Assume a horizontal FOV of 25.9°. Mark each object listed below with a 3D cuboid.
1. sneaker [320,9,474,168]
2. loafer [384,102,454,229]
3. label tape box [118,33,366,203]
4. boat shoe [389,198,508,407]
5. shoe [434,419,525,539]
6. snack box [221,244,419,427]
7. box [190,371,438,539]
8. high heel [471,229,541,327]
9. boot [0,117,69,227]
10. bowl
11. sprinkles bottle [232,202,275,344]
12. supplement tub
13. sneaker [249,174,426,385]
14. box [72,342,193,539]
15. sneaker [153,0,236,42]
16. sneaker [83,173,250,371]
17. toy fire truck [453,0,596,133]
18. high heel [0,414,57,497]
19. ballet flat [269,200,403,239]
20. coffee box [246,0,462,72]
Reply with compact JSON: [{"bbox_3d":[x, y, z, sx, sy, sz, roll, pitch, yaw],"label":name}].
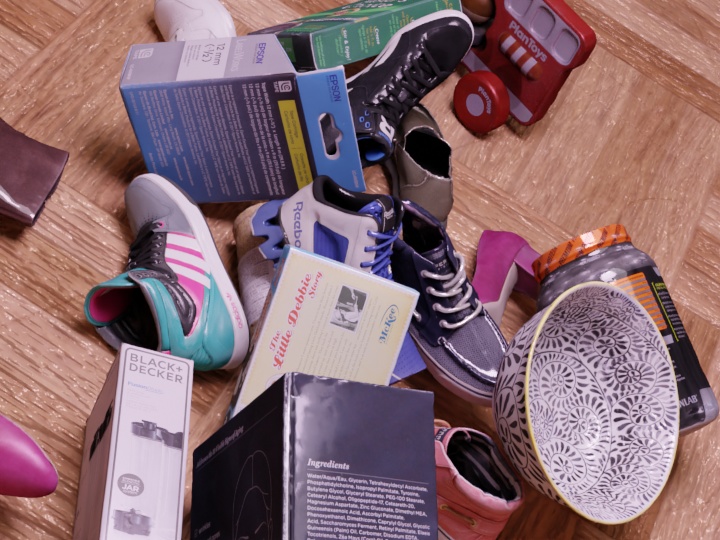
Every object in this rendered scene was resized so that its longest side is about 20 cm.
[{"bbox_3d":[0.036,-0.163,1.529,0.073,0.199,0.112,47,16,-34],"label":"sneaker"},{"bbox_3d":[0.066,-0.118,1.575,0.075,0.070,0.201,12,36,-19],"label":"loafer"},{"bbox_3d":[-0.100,-0.135,1.404,0.198,0.144,0.066,-4,45,9],"label":"label tape box"},{"bbox_3d":[0.074,0.027,1.379,0.074,0.093,0.200,-34,66,-26],"label":"boat shoe"},{"bbox_3d":[0.052,0.149,1.331,0.200,0.091,0.071,44,45,13],"label":"shoe"},{"bbox_3d":[-0.039,0.092,1.280,0.115,0.037,0.201,20,90,-12],"label":"snack box"},{"bbox_3d":[-0.038,0.202,1.127,0.123,0.200,0.198,8,65,-24],"label":"box"},{"bbox_3d":[0.101,0.022,1.502,0.096,0.068,0.200,29,50,31],"label":"high heel"},{"bbox_3d":[-0.351,-0.080,1.326,0.165,0.073,0.201,26,41,-3],"label":"boot"},{"bbox_3d":[0.174,0.114,1.331,0.200,0.094,0.203,8,77,-41],"label":"bowl"},{"bbox_3d":[-0.072,0.034,1.382,0.068,0.068,0.201,8,49,-22],"label":"sprinkles bottle"},{"bbox_3d":[0.240,0.067,1.452,0.122,0.122,0.201,-13,75,-36],"label":"supplement tub"},{"bbox_3d":[0.000,-0.001,1.334,0.200,0.115,0.080,55,32,5],"label":"sneaker"},{"bbox_3d":[-0.174,0.170,1.174,0.060,0.117,0.201,14,46,-17],"label":"box"},{"bbox_3d":[-0.160,-0.202,1.536,0.099,0.075,0.201,-15,60,-38],"label":"sneaker"},{"bbox_3d":[-0.187,0.004,1.342,0.120,0.084,0.201,-5,56,-43],"label":"sneaker"},{"bbox_3d":[0.152,-0.258,1.687,0.112,0.168,0.200,-23,66,-40],"label":"toy fire truck"},{"bbox_3d":[-0.324,0.134,1.140,0.199,0.068,0.096,27,32,3],"label":"high heel"},{"bbox_3d":[0.002,-0.040,1.497,0.199,0.068,0.072,30,24,-2],"label":"ballet flat"},{"bbox_3d":[-0.005,-0.249,1.623,0.199,0.044,0.123,-21,19,-32],"label":"coffee box"}]
